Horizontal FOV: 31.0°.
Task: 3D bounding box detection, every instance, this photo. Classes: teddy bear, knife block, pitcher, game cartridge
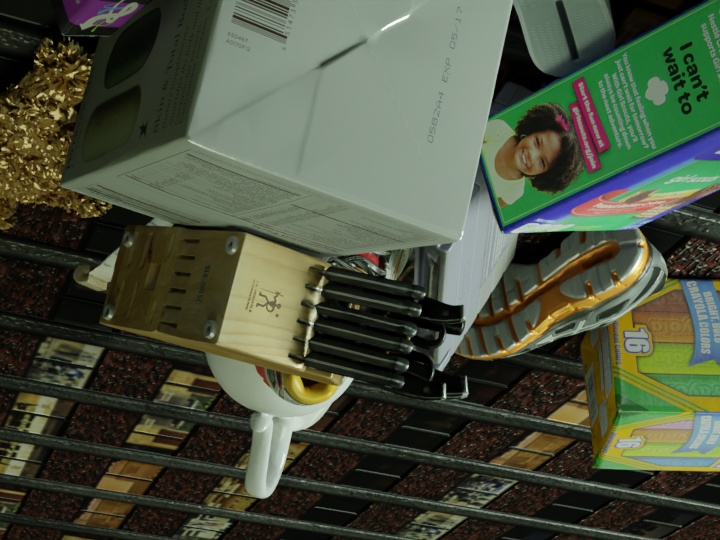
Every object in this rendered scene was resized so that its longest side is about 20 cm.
[{"bbox_3d":[-0.224,-0.082,0.861,0.199,0.067,0.145,-11,145,18],"label":"teddy bear"},{"bbox_3d":[-0.035,0.031,0.771,0.175,0.064,0.199,22,169,-38],"label":"knife block"},{"bbox_3d":[-0.061,0.081,0.989,0.120,0.173,0.200,12,164,5],"label":"pitcher"},{"bbox_3d":[0.075,-0.025,0.896,0.038,0.130,0.200,23,152,14],"label":"game cartridge"}]

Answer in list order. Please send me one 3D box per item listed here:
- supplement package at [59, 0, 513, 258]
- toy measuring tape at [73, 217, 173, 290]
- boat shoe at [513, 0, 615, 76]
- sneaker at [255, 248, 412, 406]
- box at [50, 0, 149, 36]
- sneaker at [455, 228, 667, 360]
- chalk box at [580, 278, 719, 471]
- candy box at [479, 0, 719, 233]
[{"bbox_3d":[-0.044,-0.101,0.681,0.150,0.153,0.200,18,169,-26],"label":"supplement package"},{"bbox_3d":[-0.116,-0.073,0.832,0.200,0.074,0.074,-40,138,8],"label":"toy measuring tape"},{"bbox_3d":[0.095,-0.183,0.688,0.071,0.062,0.200,-15,148,6],"label":"boat shoe"},{"bbox_3d":[0.000,0.000,0.845,0.077,0.201,0.082,22,-175,-18],"label":"sneaker"},{"bbox_3d":[-0.089,-0.214,0.569,0.036,0.144,0.199,-9,165,-47],"label":"box"},{"bbox_3d":[0.153,0.026,1.027,0.199,0.079,0.077,-23,151,36],"label":"sneaker"},{"bbox_3d":[0.295,0.088,1.078,0.198,0.125,0.124,0,149,-1],"label":"chalk box"},{"bbox_3d":[0.194,-0.091,0.770,0.199,0.078,0.169,-28,165,38],"label":"candy box"}]
